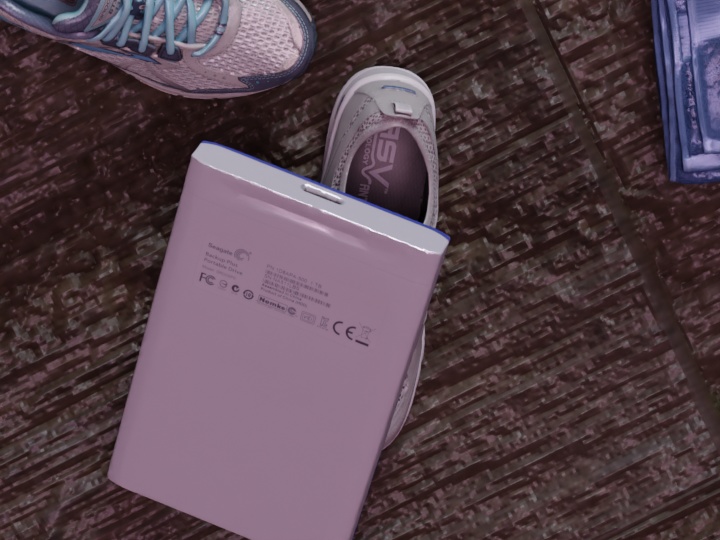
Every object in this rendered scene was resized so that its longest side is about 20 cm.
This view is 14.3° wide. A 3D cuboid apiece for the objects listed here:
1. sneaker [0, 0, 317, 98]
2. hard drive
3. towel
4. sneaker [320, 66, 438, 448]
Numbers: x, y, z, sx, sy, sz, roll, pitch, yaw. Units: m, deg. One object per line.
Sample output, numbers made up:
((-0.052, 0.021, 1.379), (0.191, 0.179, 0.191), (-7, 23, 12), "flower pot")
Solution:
((-0.119, -0.128, 1.414), (0.199, 0.086, 0.078), (15, 101, -5), "sneaker")
((-0.044, 0.045, 1.435), (0.131, 0.025, 0.201), (21, 122, 6), "hard drive")
((0.200, -0.148, 1.445), (0.111, 0.049, 0.201), (-7, 102, -2), "towel")
((0.000, 0.000, 1.447), (0.074, 0.082, 0.201), (2, 101, -3), "sneaker")
